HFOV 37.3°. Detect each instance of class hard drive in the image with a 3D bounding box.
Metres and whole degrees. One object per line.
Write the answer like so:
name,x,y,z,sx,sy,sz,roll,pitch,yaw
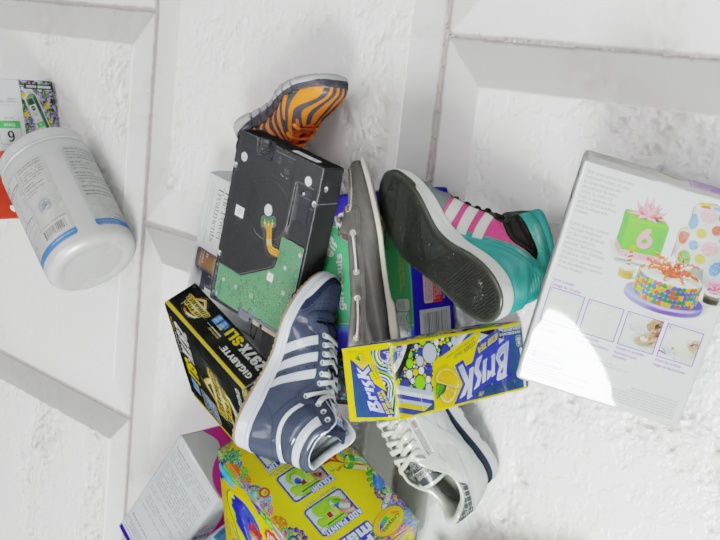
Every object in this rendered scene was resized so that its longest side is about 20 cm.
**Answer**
hard drive,-0.093,-0.037,1.157,0.139,0.038,0.201,27,112,39

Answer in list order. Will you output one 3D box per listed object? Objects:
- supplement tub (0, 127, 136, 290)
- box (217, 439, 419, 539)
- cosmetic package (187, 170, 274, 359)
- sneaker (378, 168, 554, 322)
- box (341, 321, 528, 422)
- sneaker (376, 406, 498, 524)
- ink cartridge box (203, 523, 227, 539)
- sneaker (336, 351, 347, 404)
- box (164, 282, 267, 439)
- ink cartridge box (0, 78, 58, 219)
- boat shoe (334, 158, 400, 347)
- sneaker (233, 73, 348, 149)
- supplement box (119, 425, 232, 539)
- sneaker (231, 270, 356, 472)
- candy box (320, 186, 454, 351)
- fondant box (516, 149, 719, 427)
supplement tub,-0.409,-0.085,1.492,0.132,0.132,0.201,-47,62,35
box,-0.048,0.281,1.145,0.193,0.122,0.201,43,148,31
cosmetic package,-0.140,-0.003,1.303,0.150,0.052,0.201,27,112,36
sneaker,0.113,-0.036,1.013,0.200,0.120,0.084,50,137,35
box,0.075,0.093,1.006,0.064,0.199,0.071,-8,88,43
sneaker,0.055,0.159,1.066,0.200,0.081,0.076,48,138,-3
ink cartridge box,-0.139,0.413,1.274,0.116,0.067,0.200,-40,86,20
sneaker,-0.014,0.126,1.165,0.199,0.095,0.080,1,95,43
box,-0.154,0.131,1.261,0.160,0.049,0.201,45,156,30
ink cartridge box,-0.500,-0.180,1.582,0.050,0.109,0.201,-12,86,43
boat shoe,-0.002,-0.010,1.045,0.057,0.067,0.201,-10,82,1
sneaker,-0.073,-0.141,1.202,0.200,0.077,0.113,-26,67,53
supplement box,-0.210,0.297,1.362,0.104,0.101,0.200,52,126,26
sneaker,-0.040,0.106,1.078,0.108,0.070,0.201,21,80,29
candy box,0.000,0.000,1.152,0.199,0.077,0.170,-1,93,44
fondant box,0.230,0.015,0.909,0.144,0.058,0.201,17,110,8
